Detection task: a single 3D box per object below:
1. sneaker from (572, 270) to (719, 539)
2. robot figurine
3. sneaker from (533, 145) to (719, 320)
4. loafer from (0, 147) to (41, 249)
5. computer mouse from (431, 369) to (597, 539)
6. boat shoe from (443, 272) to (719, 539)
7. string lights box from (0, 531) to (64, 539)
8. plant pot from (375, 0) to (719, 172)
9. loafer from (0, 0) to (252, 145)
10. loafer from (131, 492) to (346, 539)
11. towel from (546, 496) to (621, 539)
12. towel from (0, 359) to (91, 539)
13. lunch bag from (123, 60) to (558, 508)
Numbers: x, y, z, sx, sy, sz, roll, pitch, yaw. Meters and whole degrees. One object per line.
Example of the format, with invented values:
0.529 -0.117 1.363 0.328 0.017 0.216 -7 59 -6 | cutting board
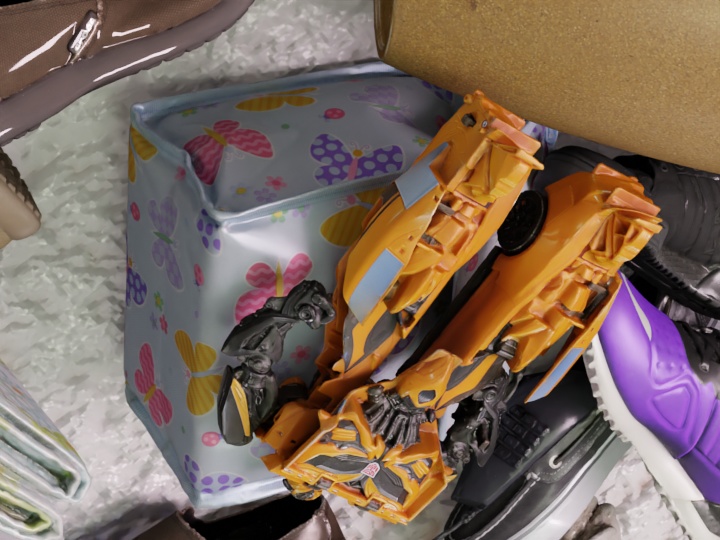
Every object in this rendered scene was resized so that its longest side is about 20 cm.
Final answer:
0.173 0.056 1.138 0.099 0.070 0.200 -27 127 11 | sneaker
0.030 0.027 0.994 0.145 0.058 0.200 25 111 -31 | robot figurine
0.164 -0.044 1.120 0.200 0.060 0.104 33 81 -44 | sneaker
-0.215 -0.062 0.983 0.067 0.076 0.200 -42 127 2 | loafer
0.041 0.117 1.163 0.200 0.059 0.034 -45 83 9 | computer mouse
0.105 0.074 1.206 0.200 0.070 0.066 -44 119 11 | boat shoe
-0.224 0.180 1.127 0.059 0.103 0.200 30 108 -33 | string lights box
0.110 -0.133 1.004 0.200 0.186 0.187 3 123 -6 | plant pot
-0.117 -0.112 0.946 0.200 0.073 0.071 -36 117 -36 | loafer
-0.099 0.151 1.185 0.200 0.073 0.071 -12 116 -19 | loafer
0.092 0.226 1.238 0.200 0.034 0.133 -60 155 -19 | towel
-0.208 0.023 0.967 0.048 0.200 0.171 -47 126 -2 | towel
0.000 0.000 1.080 0.200 0.127 0.170 -12 128 -27 | lunch bag
